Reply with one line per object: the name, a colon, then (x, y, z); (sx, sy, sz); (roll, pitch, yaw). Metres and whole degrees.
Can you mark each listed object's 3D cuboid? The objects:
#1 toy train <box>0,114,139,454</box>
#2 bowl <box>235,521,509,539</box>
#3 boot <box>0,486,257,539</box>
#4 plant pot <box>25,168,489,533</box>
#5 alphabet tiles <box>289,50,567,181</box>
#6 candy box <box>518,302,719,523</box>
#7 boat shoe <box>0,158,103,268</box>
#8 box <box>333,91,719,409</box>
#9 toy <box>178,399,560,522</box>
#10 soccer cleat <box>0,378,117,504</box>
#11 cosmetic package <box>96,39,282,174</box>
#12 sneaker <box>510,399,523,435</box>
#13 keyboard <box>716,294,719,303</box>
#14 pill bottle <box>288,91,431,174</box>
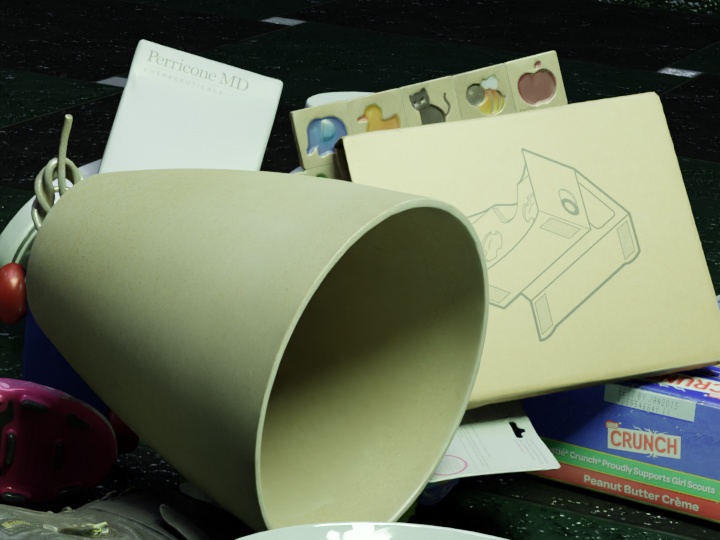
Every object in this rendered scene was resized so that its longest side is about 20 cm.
toy train: (-0.160, 0.005, 1.339); (0.084, 0.201, 0.116); (4, 10, -1)
bowl: (0.019, 0.179, 0.948); (0.200, 0.091, 0.201); (4, 14, -1)
boot: (-0.153, 0.135, 1.136); (0.199, 0.070, 0.174); (17, 13, 26)
plant pot: (-0.069, 0.024, 1.189); (0.199, 0.188, 0.187); (21, 22, 31)
alphabet tiles: (0.039, -0.023, 1.333); (0.199, 0.168, 0.008); (-14, 5, -17)
candy box: (0.212, 0.081, 1.394); (0.168, 0.077, 0.200); (14, 17, 29)
boat shoe: (-0.152, -0.036, 1.544); (0.200, 0.071, 0.064); (-32, 59, -31)
box: (0.096, -0.011, 1.313); (0.199, 0.164, 0.021); (-9, -15, -18)
toy: (-0.002, 0.112, 1.274); (0.199, 0.047, 0.115); (-3, 20, -10)
soccer cleat: (-0.232, 0.083, 1.268); (0.199, 0.070, 0.086); (2, 16, -8)
cosmetic package: (-0.122, -0.037, 1.477); (0.101, 0.201, 0.074); (16, -26, -6)
sneaker: (0.089, 0.002, 1.456); (0.077, 0.201, 0.112); (6, -1, -6)
keyboard: (0.251, 0.033, 1.507); (0.056, 0.011, 0.200); (32, -19, -8)
pill bottle: (0.000, 0.000, 1.391); (0.111, 0.201, 0.112); (4, 15, -1)
